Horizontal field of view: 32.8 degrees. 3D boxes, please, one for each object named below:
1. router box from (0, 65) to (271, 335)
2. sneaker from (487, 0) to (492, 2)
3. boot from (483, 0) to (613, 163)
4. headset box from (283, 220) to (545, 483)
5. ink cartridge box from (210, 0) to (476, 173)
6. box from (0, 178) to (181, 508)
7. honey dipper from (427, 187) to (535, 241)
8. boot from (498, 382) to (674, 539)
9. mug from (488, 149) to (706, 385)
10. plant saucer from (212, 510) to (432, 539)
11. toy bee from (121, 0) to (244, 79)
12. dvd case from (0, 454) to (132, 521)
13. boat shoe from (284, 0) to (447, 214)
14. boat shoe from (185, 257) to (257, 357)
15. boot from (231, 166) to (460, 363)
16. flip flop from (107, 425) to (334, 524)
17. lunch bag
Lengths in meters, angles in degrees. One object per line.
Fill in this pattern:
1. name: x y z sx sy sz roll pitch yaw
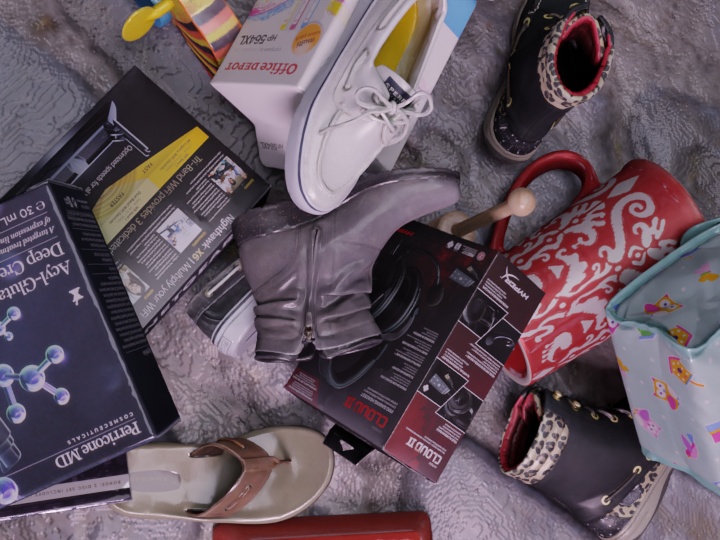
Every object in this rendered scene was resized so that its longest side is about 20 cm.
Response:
1. router box: -0.196 -0.045 1.018 0.157 0.052 0.200 41 72 1
2. sneaker: 0.120 -0.308 1.092 0.077 0.085 0.201 37 35 -9
3. boot: 0.186 -0.207 1.098 0.073 0.154 0.206 25 72 -9
4. headset box: 0.037 0.068 1.017 0.077 0.148 0.201 38 81 -38
5. ink cartridge box: -0.019 -0.182 1.039 0.125 0.128 0.202 39 71 -38
6. box: -0.245 0.056 0.910 0.147 0.107 0.202 -24 91 1
7. honey dipper: 0.100 -0.044 1.039 0.037 0.200 0.039 2 81 -15
8. boot: 0.222 0.129 1.104 0.153 0.073 0.205 31 79 -22
9. mug: 0.191 -0.003 1.119 0.199 0.177 0.134 -32 128 -13
10. plant saucer: -0.020 0.305 1.025 0.197 0.037 0.203 0 72 -16
11. toy bee: -0.166 -0.252 1.040 0.199 0.109 0.132 32 77 -10
12. dvd case: -0.271 0.098 0.996 0.147 0.016 0.203 -6 74 -16
13. boat shoe: 0.016 -0.133 0.937 0.074 0.086 0.204 38 73 -39
14. boat shoe: -0.070 -0.018 1.054 0.071 0.072 0.200 39 66 8
15. boot: 0.000 0.000 0.991 0.198 0.070 0.133 -17 76 5
16. flip flop: -0.118 0.170 1.019 0.197 0.058 0.082 0 78 -10
17. lunch bag: 0.317 0.055 1.030 0.199 0.121 0.172 -38 124 -22
